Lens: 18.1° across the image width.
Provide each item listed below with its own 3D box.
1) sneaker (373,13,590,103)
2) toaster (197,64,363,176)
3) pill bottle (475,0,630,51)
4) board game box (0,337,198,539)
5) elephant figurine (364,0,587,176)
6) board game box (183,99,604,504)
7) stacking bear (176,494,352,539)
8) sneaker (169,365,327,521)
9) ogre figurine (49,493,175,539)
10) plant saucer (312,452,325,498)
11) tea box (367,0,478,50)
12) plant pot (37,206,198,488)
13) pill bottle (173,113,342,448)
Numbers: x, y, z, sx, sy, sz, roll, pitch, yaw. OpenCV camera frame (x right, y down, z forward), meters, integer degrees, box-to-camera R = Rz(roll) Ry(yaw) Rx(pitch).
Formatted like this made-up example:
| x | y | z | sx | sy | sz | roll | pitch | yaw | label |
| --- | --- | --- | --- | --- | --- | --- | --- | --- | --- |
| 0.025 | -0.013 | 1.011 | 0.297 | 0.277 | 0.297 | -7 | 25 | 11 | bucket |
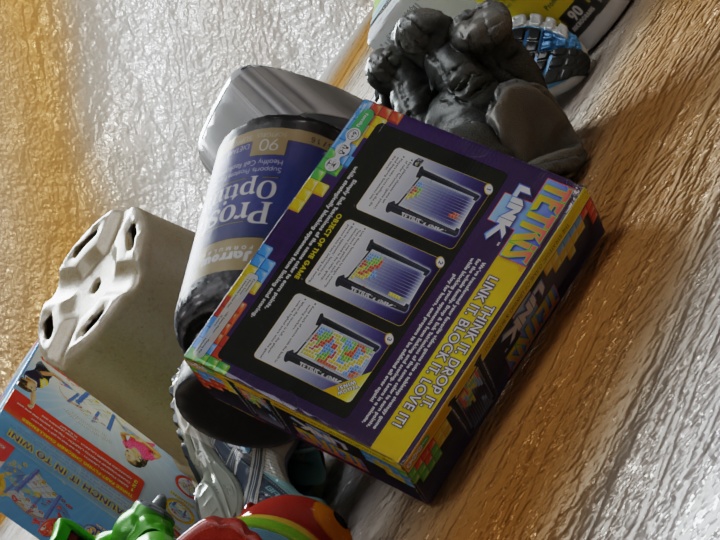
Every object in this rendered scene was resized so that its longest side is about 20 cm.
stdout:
| x | y | z | sx | sy | sz | roll | pitch | yaw | label |
| --- | --- | --- | --- | --- | --- | --- | --- | --- | --- |
| 0.109 | -0.140 | 1.753 | 0.200 | 0.087 | 0.075 | -6 | 52 | 47 | sneaker |
| -0.039 | -0.082 | 1.733 | 0.129 | 0.199 | 0.114 | 45 | 114 | 50 | toaster |
| 0.116 | -0.260 | 1.748 | 0.114 | 0.200 | 0.114 | -52 | 9 | 11 | pill bottle |
| -0.205 | 0.158 | 1.792 | 0.056 | 0.200 | 0.196 | -51 | 8 | 21 | board game box |
| 0.075 | -0.071 | 1.500 | 0.142 | 0.154 | 0.200 | 88 | 172 | -46 | elephant figurine |
| 0.020 | 0.014 | 1.315 | 0.200 | 0.165 | 0.057 | -55 | -31 | -17 | board game box |
| -0.054 | 0.180 | 1.241 | 0.114 | 0.121 | 0.200 | -43 | 1 | 13 | stacking bear |
| -0.066 | 0.124 | 1.464 | 0.086 | 0.078 | 0.200 | -22 | 41 | 0 | sneaker |
| -0.178 | 0.227 | 1.518 | 0.120 | 0.098 | 0.200 | -84 | 16 | -55 | ogre figurine |
| -0.082 | 0.196 | 1.551 | 0.200 | 0.031 | 0.200 | -51 | 8 | 11 | plant saucer |
| 0.117 | -0.250 | 1.920 | 0.200 | 0.133 | 0.197 | -51 | 8 | 15 | tea box |
| -0.134 | 0.052 | 1.703 | 0.200 | 0.183 | 0.201 | -38 | 34 | 33 | plant pot |
| -0.057 | 0.008 | 1.445 | 0.112 | 0.112 | 0.201 | -43 | 27 | 48 | pill bottle |
